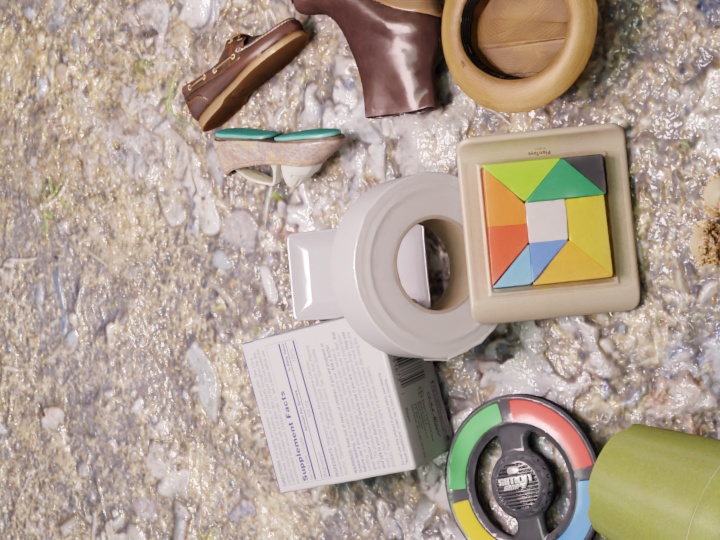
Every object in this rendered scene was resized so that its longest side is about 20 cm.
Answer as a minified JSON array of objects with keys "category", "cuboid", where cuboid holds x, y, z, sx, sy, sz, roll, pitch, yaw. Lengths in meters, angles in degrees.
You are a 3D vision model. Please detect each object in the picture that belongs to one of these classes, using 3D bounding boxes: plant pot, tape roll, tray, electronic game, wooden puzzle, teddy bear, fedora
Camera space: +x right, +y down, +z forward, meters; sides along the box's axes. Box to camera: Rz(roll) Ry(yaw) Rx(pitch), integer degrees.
[{"category":"plant pot","cuboid":[0.336,0.242,1.546,0.189,0.198,0.203,18,102,44]},{"category":"tape roll","cuboid":[0.070,-0.004,1.683,0.071,0.200,0.206,173,92,-65]},{"category":"tray","cuboid":[0.000,0.000,1.836,0.198,0.022,0.109,-6,90,33]},{"category":"electronic game","cuboid":[0.182,0.239,1.716,0.198,0.041,0.203,2,93,34]},{"category":"wooden puzzle","cuboid":[0.201,-0.050,1.646,0.182,0.037,0.203,-5,91,3]},{"category":"teddy bear","cuboid":[0.420,-0.030,1.542,0.198,0.066,0.147,2,84,40]},{"category":"fedora","cuboid":[0.183,-0.264,1.669,0.199,0.081,0.204,2,93,39]}]

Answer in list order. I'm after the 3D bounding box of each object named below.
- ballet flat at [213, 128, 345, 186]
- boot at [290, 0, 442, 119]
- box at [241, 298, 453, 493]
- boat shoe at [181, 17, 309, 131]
[{"category":"ballet flat","cuboid":[-0.094,-0.138,1.866,0.198,0.068,0.068,5,108,40]},{"category":"boot","cuboid":[0.003,-0.262,1.790,0.198,0.072,0.169,0,89,29]},{"category":"box","cuboid":[-0.015,0.147,1.792,0.198,0.105,0.187,-14,91,33]},{"category":"boat shoe","cuboid":[-0.148,-0.254,1.893,0.199,0.070,0.071,-36,77,29]}]
